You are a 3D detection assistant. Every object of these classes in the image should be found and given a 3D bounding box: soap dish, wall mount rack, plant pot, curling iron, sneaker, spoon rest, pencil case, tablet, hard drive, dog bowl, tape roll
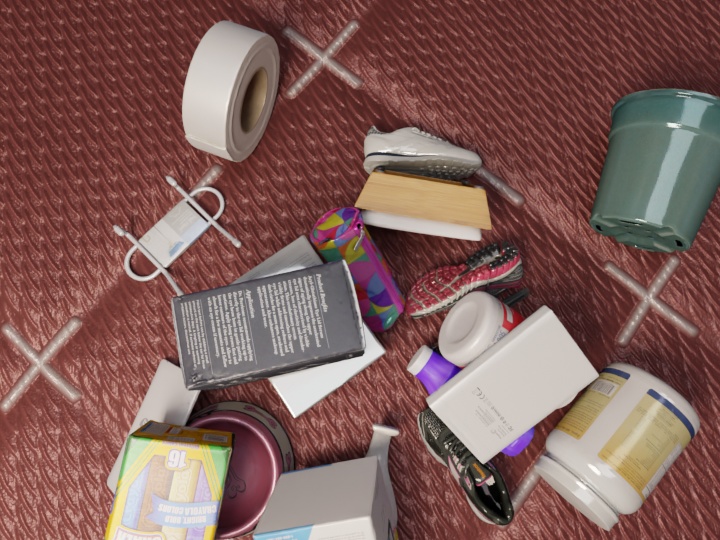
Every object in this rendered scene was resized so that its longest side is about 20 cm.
[{"bbox_3d":[0.094,-0.107,0.814,0.199,0.157,0.081,10,103,1],"label":"soap dish"},{"bbox_3d":[-0.287,-0.048,0.838,0.174,0.075,0.200,43,82,7],"label":"wall mount rack"},{"bbox_3d":[0.465,-0.144,0.822,0.200,0.200,0.196,22,86,3],"label":"plant pot"},{"bbox_3d":[0.191,0.091,0.844,0.200,0.026,0.050,-37,88,-8],"label":"curling iron"},{"bbox_3d":[0.165,0.282,0.772,0.080,0.086,0.200,-37,81,-10],"label":"sneaker"},{"bbox_3d":[0.017,0.323,0.784,0.099,0.061,0.201,14,92,3],"label":"spoon rest"},{"bbox_3d":[0.000,0.000,0.777,0.088,0.088,0.200,-35,125,-8],"label":"pencil case"},{"bbox_3d":[0.105,-0.201,0.881,0.199,0.076,0.081,6,69,-1],"label":"sneaker"},{"bbox_3d":[-0.305,0.238,0.770,0.130,0.014,0.200,10,74,45],"label":"tablet"},{"bbox_3d":[0.205,0.157,0.707,0.200,0.027,0.132,-39,110,5],"label":"hard drive"},{"bbox_3d":[0.166,0.032,0.833,0.200,0.081,0.075,-23,124,5],"label":"sneaker"},{"bbox_3d":[-0.199,0.295,0.770,0.200,0.074,0.201,0,78,-2],"label":"dog bowl"},{"bbox_3d":[-0.198,-0.276,0.823,0.071,0.202,0.203,20,79,2],"label":"tape roll"}]

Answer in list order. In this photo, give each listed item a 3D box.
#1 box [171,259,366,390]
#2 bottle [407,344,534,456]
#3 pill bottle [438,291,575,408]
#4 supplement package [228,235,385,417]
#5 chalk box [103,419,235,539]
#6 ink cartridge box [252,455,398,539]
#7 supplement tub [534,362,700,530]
[{"bbox_3d":[-0.098,0.071,0.627,0.199,0.148,0.105,-13,78,-4],"label":"box"},{"bbox_3d":[0.163,0.189,0.786,0.200,0.084,0.065,37,107,2],"label":"bottle"},{"bbox_3d":[0.224,0.123,0.772,0.200,0.112,0.112,31,79,-17],"label":"pill bottle"},{"bbox_3d":[-0.084,0.086,0.775,0.152,0.151,0.200,-35,81,-8],"label":"supplement package"},{"bbox_3d":[-0.239,0.305,0.657,0.124,0.124,0.201,12,79,-10],"label":"chalk box"},{"bbox_3d":[-0.028,0.378,0.682,0.146,0.146,0.200,-12,97,7],"label":"ink cartridge box"},{"bbox_3d":[0.362,0.249,0.753,0.144,0.144,0.200,43,81,7],"label":"supplement tub"}]
